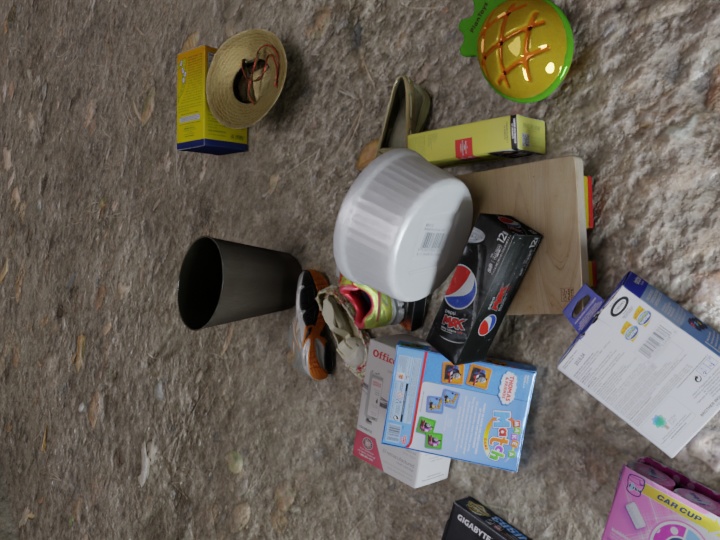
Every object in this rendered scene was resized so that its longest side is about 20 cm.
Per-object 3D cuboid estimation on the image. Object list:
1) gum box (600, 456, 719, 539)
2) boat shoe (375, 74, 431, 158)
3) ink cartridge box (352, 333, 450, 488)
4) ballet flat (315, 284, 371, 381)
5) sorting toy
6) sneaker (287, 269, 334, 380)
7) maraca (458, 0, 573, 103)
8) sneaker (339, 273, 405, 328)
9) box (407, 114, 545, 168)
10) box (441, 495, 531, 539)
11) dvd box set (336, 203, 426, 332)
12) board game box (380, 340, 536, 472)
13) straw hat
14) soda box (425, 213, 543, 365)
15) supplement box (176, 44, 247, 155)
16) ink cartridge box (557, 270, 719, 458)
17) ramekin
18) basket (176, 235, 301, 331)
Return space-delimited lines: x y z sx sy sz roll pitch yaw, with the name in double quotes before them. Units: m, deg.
"gum box" 0.388 0.316 0.870 0.199 0.066 0.114 25 109 42
"boat shoe" 0.056 -0.204 1.162 0.073 0.063 0.202 11 79 42
"ink cartridge box" 0.075 0.216 1.172 0.146 0.082 0.201 16 102 44
"ballet flat" -0.026 0.113 1.283 0.076 0.064 0.201 -42 62 25
"sorting toy" 0.230 -0.041 1.023 0.198 0.069 0.201 -4 88 45
"sneaker" -0.105 0.099 1.362 0.092 0.075 0.201 -4 86 49
"maraca" 0.209 -0.314 1.013 0.200 0.107 0.138 49 123 33
"sneaker" 0.000 0.000 1.163 0.078 0.090 0.201 -26 84 56
"box" 0.165 -0.185 1.083 0.199 0.075 0.050 0 91 44
"box" 0.195 0.471 1.082 0.200 0.050 0.200 27 110 41
"dvd box set" 0.033 -0.009 1.219 0.200 0.029 0.147 37 134 38
"board game box" 0.139 0.194 1.065 0.199 0.037 0.152 10 99 9
"straw hat" -0.198 -0.362 1.439 0.200 0.085 0.203 -1 87 31
"soda box" 0.163 0.026 0.992 0.063 0.070 0.201 39 117 39
"supplement box" -0.307 -0.347 1.531 0.109 0.108 0.201 2 92 45
"ink cartridge box" 0.331 0.098 0.876 0.200 0.076 0.137 38 118 14
"ramekin" 0.065 -0.055 1.007 0.097 0.200 0.202 30 112 34
"basket" -0.217 0.021 1.380 0.136 0.199 0.181 42 120 35
